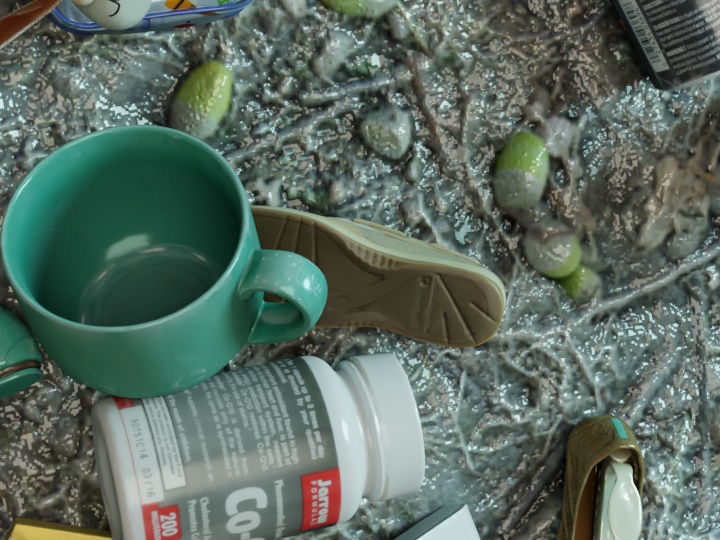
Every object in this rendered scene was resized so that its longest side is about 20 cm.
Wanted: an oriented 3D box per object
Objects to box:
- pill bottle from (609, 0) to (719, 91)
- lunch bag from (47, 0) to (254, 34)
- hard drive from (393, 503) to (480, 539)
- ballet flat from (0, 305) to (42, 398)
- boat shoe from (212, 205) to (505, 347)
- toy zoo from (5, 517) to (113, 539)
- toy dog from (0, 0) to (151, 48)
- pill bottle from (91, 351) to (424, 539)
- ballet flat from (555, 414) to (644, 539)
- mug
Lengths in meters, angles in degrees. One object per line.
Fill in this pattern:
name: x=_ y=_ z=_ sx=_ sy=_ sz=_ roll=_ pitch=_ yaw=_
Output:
pill bottle: x=0.201 y=-0.230 z=1.065 sx=0.106 sy=0.106 sz=0.200 roll=-31 pitch=101 yaw=-8
lunch bag: x=-0.146 y=-0.252 z=1.007 sx=0.160 sy=0.076 sz=0.201 roll=-8 pitch=98 yaw=-8
hard drive: x=0.059 y=0.280 z=1.095 sx=0.132 sy=0.027 sz=0.200 roll=-27 pitch=99 yaw=-36
ballet flat: x=-0.302 y=0.080 z=1.018 sx=0.200 sy=0.067 sz=0.071 roll=-28 pitch=76 yaw=-8
boat shoe: x=0.000 y=0.000 z=1.067 sx=0.199 sy=0.065 sz=0.072 roll=14 pitch=106 yaw=5
toy zoo: x=-0.197 y=0.253 z=1.071 sx=0.131 sy=0.020 sz=0.200 roll=22 pitch=90 yaw=-13
toy dog: x=-0.226 y=-0.193 z=0.936 sx=0.200 sy=0.096 sz=0.132 roll=1 pitch=102 yaw=30
pill bottle: x=-0.066 y=0.119 z=1.035 sx=0.199 sy=0.114 sz=0.114 roll=-11 pitch=98 yaw=-15
ballet flat: x=0.172 y=0.203 z=1.117 sx=0.068 sy=0.072 sz=0.201 roll=5 pitch=95 yaw=-13
mug: x=-0.126 y=0.012 z=0.988 sx=0.152 sy=0.115 sz=0.185 roll=-36 pitch=61 yaw=-17
